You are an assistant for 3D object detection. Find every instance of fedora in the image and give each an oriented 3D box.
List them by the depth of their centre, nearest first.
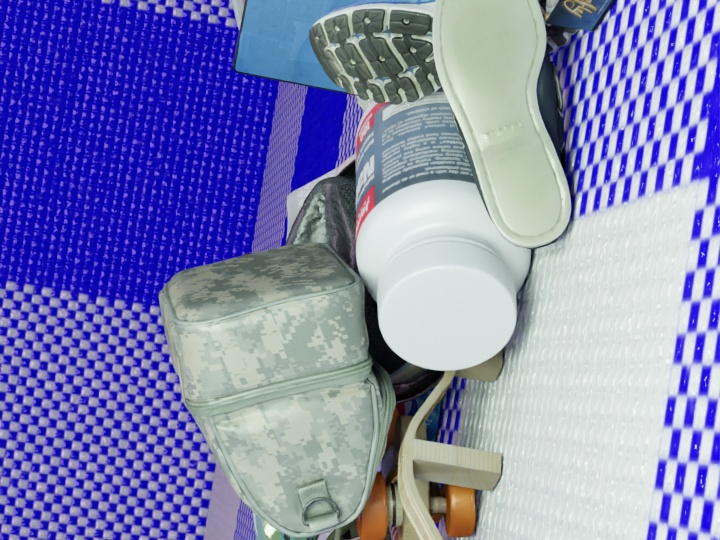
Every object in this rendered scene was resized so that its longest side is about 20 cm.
[{"bbox_3d":[0.000,0.000,1.504,0.200,0.091,0.202,-7,79,40],"label":"fedora"}]

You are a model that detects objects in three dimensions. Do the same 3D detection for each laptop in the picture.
[{"bbox_3d":[0.020,-0.205,1.518,0.200,0.116,0.188,34,120,43],"label":"laptop"}]

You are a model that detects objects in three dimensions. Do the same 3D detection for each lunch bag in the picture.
[{"bbox_3d":[-0.055,0.082,1.372,0.200,0.139,0.168,-138,37,-76],"label":"lunch bag"}]

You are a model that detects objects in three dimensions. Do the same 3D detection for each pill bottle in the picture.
[{"bbox_3d":[0.055,-0.032,1.361,0.200,0.119,0.120,-90,13,-51],"label":"pill bottle"}]

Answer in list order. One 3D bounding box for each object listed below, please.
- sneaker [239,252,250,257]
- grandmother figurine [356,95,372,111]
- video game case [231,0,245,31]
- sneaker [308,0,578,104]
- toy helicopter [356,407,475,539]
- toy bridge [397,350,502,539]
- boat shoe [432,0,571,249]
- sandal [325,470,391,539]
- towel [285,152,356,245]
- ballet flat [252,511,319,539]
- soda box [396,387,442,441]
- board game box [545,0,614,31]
[{"bbox_3d":[-0.075,0.085,1.543,0.096,0.079,0.201,56,-163,-76],"label":"sneaker"},{"bbox_3d":[0.049,-0.197,1.638,0.121,0.060,0.200,57,140,22],"label":"grandmother figurine"},{"bbox_3d":[-0.011,-0.257,1.624,0.143,0.199,0.018,82,167,-70],"label":"video game case"},{"bbox_3d":[0.060,-0.175,1.372,0.089,0.199,0.079,-70,-36,-53],"label":"sneaker"},{"bbox_3d":[0.031,0.186,1.446,0.133,0.079,0.201,-99,9,-51],"label":"toy helicopter"},{"bbox_3d":[0.059,0.128,1.327,0.027,0.067,0.201,110,166,-52],"label":"toy bridge"},{"bbox_3d":[0.094,-0.108,1.287,0.066,0.074,0.200,61,-169,-79],"label":"boat shoe"},{"bbox_3d":[0.014,0.209,1.568,0.201,0.079,0.058,97,161,-56],"label":"sandal"},{"bbox_3d":[0.011,-0.040,1.643,0.191,0.032,0.200,-31,35,27],"label":"towel"},{"bbox_3d":[-0.045,0.144,1.611,0.074,0.074,0.201,114,160,-60],"label":"ballet flat"},{"bbox_3d":[0.018,0.107,1.651,0.200,0.064,0.068,-177,97,-81],"label":"soda box"},{"bbox_3d":[0.159,-0.249,1.202,0.200,0.034,0.136,121,157,-68],"label":"board game box"}]
